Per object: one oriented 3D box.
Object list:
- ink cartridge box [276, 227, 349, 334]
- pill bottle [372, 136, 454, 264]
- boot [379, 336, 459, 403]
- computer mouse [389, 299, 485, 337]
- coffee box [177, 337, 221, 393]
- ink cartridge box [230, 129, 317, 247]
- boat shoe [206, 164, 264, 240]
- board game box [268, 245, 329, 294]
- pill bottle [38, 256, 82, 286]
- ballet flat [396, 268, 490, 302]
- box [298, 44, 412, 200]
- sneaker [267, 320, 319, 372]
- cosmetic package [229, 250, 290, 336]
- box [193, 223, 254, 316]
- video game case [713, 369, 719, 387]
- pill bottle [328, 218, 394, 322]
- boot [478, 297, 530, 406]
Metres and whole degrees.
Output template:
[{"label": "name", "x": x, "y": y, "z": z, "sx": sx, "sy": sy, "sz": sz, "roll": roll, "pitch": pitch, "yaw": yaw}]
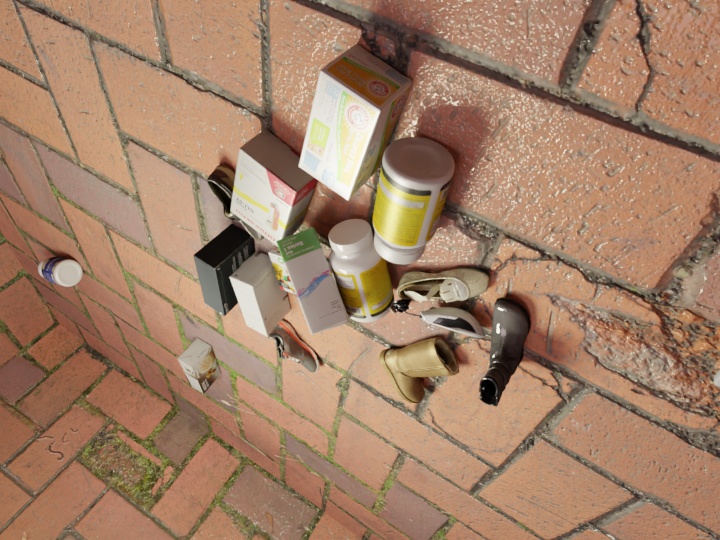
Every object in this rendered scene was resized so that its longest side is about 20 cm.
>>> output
[{"label": "ink cartridge box", "x": -0.098, "y": 0.025, "z": 1.071, "sx": 0.145, "sy": 0.083, "sz": 0.201, "roll": 147, "pitch": 103, "yaw": -85}, {"label": "pill bottle", "x": 0.081, "y": -0.109, "z": 0.859, "sx": 0.114, "sy": 0.114, "sz": 0.201, "roll": 28, "pitch": 142, "yaw": 15}, {"label": "boot", "x": 0.153, "y": 0.244, "z": 1.216, "sx": 0.199, "sy": 0.066, "sz": 0.175, "roll": -20, "pitch": 114, "yaw": 49}, {"label": "computer mouse", "x": 0.160, "y": 0.089, "z": 1.044, "sx": 0.199, "sy": 0.044, "sz": 0.110, "roll": 15, "pitch": -179, "yaw": 17}, {"label": "coffee box", "x": -0.631, "y": 0.378, "z": 2.022, "sx": 0.079, "sy": 0.115, "sz": 0.201, "roll": 24, "pitch": 141, "yaw": 20}, {"label": "ink cartridge box", "x": -0.183, "y": -0.162, "z": 1.065, "sx": 0.145, "sy": 0.084, "sz": 0.200, "roll": 37, "pitch": 145, "yaw": 5}, {"label": "boat shoe", "x": -0.290, "y": -0.146, "z": 1.195, "sx": 0.073, "sy": 0.065, "sz": 0.201, "roll": -6, "pitch": 126, "yaw": 43}, {"label": "board game box", "x": -0.125, "y": 0.018, "z": 1.248, "sx": 0.199, "sy": 0.035, "sz": 0.127, "roll": 17, "pitch": 138, "yaw": 29}, {"label": "pill bottle", "x": -1.305, "y": 0.001, "z": 2.224, "sx": 0.199, "sy": 0.116, "sz": 0.116, "roll": 7, "pitch": 134, "yaw": 36}, {"label": "ballet flat", "x": 0.156, "y": 0.037, "z": 0.993, "sx": 0.199, "sy": 0.062, "sz": 0.068, "roll": -4, "pitch": 126, "yaw": 44}, {"label": "box", "x": -0.013, "y": -0.231, "z": 0.823, "sx": 0.112, "sy": 0.101, "sz": 0.200, "roll": 34, "pitch": 144, "yaw": 7}, {"label": "sneaker", "x": -0.205, "y": 0.242, "z": 1.519, "sx": 0.200, "sy": 0.082, "sz": 0.077, "roll": 51, "pitch": 143, "yaw": -14}, {"label": "cosmetic package", "x": -0.260, "y": 0.062, "z": 1.353, "sx": 0.081, "sy": 0.113, "sz": 0.201, "roll": 22, "pitch": 143, "yaw": 23}, {"label": "box", "x": -0.346, "y": 0.001, "z": 1.339, "sx": 0.078, "sy": 0.141, "sz": 0.201, "roll": 27, "pitch": 142, "yaw": 16}, {"label": "video game case", "x": 0.637, "y": 0.145, "z": 0.708, "sx": 0.199, "sy": 0.023, "sz": 0.183, "roll": 22, "pitch": 141, "yaw": 23}, {"label": "pill bottle", "x": 0.000, "y": 0.000, "z": 1.050, "sx": 0.112, "sy": 0.113, "sz": 0.201, "roll": 14, "pitch": 137, "yaw": 31}, {"label": "boot", "x": 0.266, "y": 0.160, "z": 0.965, "sx": 0.069, "sy": 0.132, "sz": 0.201, "roll": 12, "pitch": 136, "yaw": 33}]
